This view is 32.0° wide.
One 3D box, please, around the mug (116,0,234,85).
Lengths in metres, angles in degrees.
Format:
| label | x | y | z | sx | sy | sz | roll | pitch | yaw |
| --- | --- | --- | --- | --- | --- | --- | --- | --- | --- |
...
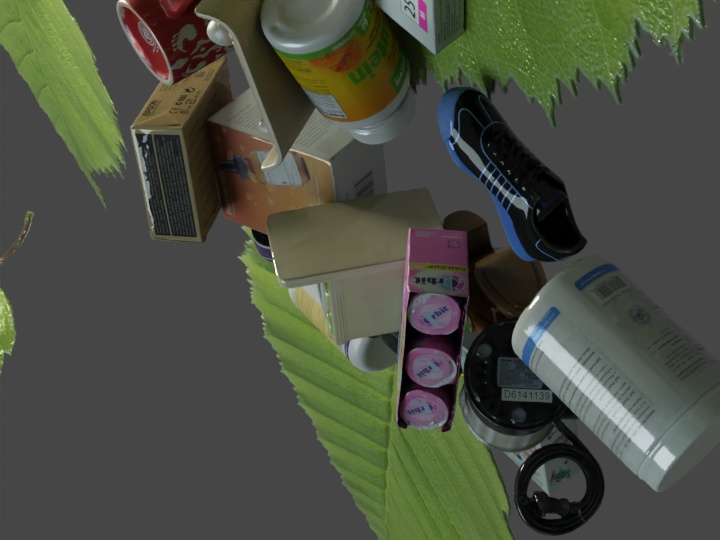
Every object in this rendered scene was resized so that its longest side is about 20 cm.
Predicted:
| label | x | y | z | sx | sy | sz | roll | pitch | yaw |
| --- | --- | --- | --- | --- | --- | --- | --- | --- | --- |
| mug | -0.165 | -0.318 | 1.389 | 0.133 | 0.199 | 0.178 | 44 | 161 | 31 |

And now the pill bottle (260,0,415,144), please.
| label | x | y | z | sx | sy | sz | roll | pitch | yaw |
| --- | --- | --- | --- | --- | --- | --- | --- | --- | --- |
| pill bottle | -0.013 | -0.218 | 1.297 | 0.111 | 0.111 | 0.200 | 41 | 175 | 36 |

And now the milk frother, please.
| label | x | y | z | sx | sy | sz | roll | pitch | yaw |
| --- | --- | --- | --- | --- | --- | --- | --- | --- | --- |
| milk frother | 0.181 | 0.176 | 1.351 | 0.179 | 0.201 | 0.188 | 19 | 167 | 9 |

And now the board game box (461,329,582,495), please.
| label | x | y | z | sx | sy | sz | roll | pitch | yaw |
| --- | --- | --- | --- | --- | --- | --- | --- | --- | --- |
| board game box | 0.204 | 0.172 | 1.599 | 0.147 | 0.064 | 0.201 | 41 | 158 | 39 |

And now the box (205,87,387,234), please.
| label | x | y | z | sx | sy | sz | roll | pitch | yaw |
| --- | --- | --- | --- | --- | --- | --- | --- | --- | --- |
| box | -0.076 | -0.124 | 1.562 | 0.199 | 0.106 | 0.153 | 20 | 135 | 31 |

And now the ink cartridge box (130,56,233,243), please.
| label | x | y | z | sx | sy | sz | roll | pitch | yaw |
| --- | --- | --- | --- | --- | --- | --- | --- | --- | --- |
| ink cartridge box | -0.217 | -0.157 | 1.598 | 0.074 | 0.201 | 0.166 | 3 | 124 | 10 |

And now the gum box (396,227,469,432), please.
| label | x | y | z | sx | sy | sz | roll | pitch | yaw |
| --- | --- | --- | --- | --- | --- | --- | --- | --- | --- |
| gum box | 0.076 | 0.069 | 1.363 | 0.114 | 0.066 | 0.201 | -86 | 0 | -53 |

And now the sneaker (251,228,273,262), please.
| label | x | y | z | sx | sy | sz | roll | pitch | yaw |
| --- | --- | --- | --- | --- | --- | --- | --- | --- | --- |
| sneaker | -0.042 | -0.047 | 1.669 | 0.088 | 0.198 | 0.076 | 84 | -173 | -65 |

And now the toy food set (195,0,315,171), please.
| label | x | y | z | sx | sy | sz | roll | pitch | yaw |
| --- | --- | --- | --- | --- | --- | --- | --- | --- | --- |
| toy food set | -0.100 | -0.226 | 1.315 | 0.060 | 0.144 | 0.201 | 5 | 136 | 27 |

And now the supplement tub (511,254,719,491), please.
| label | x | y | z | sx | sy | sz | roll | pitch | yaw |
| --- | --- | --- | --- | --- | --- | --- | --- | --- | --- |
| supplement tub | 0.253 | 0.094 | 1.189 | 0.200 | 0.132 | 0.132 | 47 | 162 | 24 |

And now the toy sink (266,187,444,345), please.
| label | x | y | z | sx | sy | sz | roll | pitch | yaw |
| --- | --- | --- | --- | --- | --- | --- | --- | --- | --- |
| toy sink | 0.000 | 0.000 | 1.455 | 0.131 | 0.198 | 0.113 | -108 | 10 | -51 |

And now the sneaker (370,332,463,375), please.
| label | x | y | z | sx | sy | sz | roll | pitch | yaw |
| --- | --- | --- | --- | --- | --- | --- | --- | --- | --- |
| sneaker | 0.047 | 0.070 | 1.612 | 0.199 | 0.076 | 0.114 | 39 | 170 | -22 |

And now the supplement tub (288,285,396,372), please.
| label | x | y | z | sx | sy | sz | roll | pitch | yaw |
| --- | --- | --- | --- | --- | --- | --- | --- | --- | --- |
| supplement tub | -0.010 | 0.029 | 1.751 | 0.200 | 0.145 | 0.146 | 44 | 161 | 30 |

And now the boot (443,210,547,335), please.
| label | x | y | z | sx | sy | sz | roll | pitch | yaw |
| --- | --- | --- | --- | --- | --- | --- | --- | --- | --- |
| boot | 0.156 | 0.040 | 1.419 | 0.200 | 0.076 | 0.156 | 43 | 155 | 48 |

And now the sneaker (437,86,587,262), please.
| label | x | y | z | sx | sy | sz | roll | pitch | yaw |
| --- | --- | --- | --- | --- | --- | --- | --- | --- | --- |
| sneaker | 0.152 | -0.095 | 1.216 | 0.201 | 0.070 | 0.078 | 55 | 155 | -17 |

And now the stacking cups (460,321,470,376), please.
| label | x | y | z | sx | sy | sz | roll | pitch | yaw |
| --- | --- | --- | --- | --- | --- | --- | --- | --- | --- |
| stacking cups | 0.099 | 0.042 | 1.630 | 0.201 | 0.060 | 0.060 | 61 | 162 | -19 |

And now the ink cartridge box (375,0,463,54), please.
| label | x | y | z | sx | sy | sz | roll | pitch | yaw |
| --- | --- | --- | --- | --- | --- | --- | --- | --- | --- |
| ink cartridge box | 0.024 | -0.320 | 1.146 | 0.174 | 0.043 | 0.200 | 44 | 161 | 26 |
